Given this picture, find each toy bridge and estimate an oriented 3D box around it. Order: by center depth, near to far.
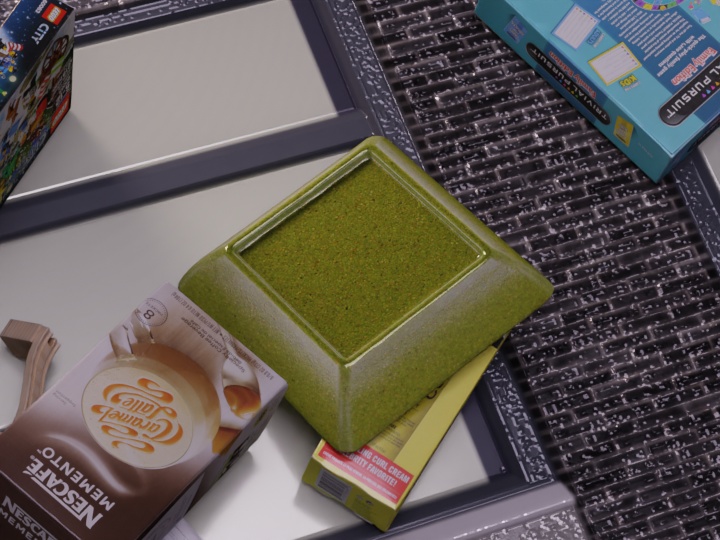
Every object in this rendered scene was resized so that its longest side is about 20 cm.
[{"bbox_3d":[-0.258,0.118,1.468,0.067,0.027,0.200,7,51,34],"label":"toy bridge"}]

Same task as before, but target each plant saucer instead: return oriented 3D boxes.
[{"bbox_3d":[0.000,0.000,1.544,0.200,0.048,0.200,-37,58,-17],"label":"plant saucer"}]

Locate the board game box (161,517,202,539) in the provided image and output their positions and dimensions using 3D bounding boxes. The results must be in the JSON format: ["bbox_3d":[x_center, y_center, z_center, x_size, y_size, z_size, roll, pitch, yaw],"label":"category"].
[{"bbox_3d":[-0.166,0.208,1.461,0.126,0.035,0.200,-38,76,-24],"label":"board game box"}]

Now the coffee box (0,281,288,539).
[{"bbox_3d":[-0.155,0.116,1.441,0.114,0.080,0.200,39,50,6],"label":"coffee box"}]

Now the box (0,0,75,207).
[{"bbox_3d":[-0.266,-0.083,1.525,0.038,0.137,0.200,28,63,6],"label":"box"}]

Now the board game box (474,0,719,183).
[{"bbox_3d":[0.213,-0.188,1.712,0.151,0.047,0.200,-40,77,-24],"label":"board game box"}]

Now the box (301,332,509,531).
[{"bbox_3d":[0.040,0.082,1.551,0.075,0.050,0.200,32,64,6],"label":"box"}]
